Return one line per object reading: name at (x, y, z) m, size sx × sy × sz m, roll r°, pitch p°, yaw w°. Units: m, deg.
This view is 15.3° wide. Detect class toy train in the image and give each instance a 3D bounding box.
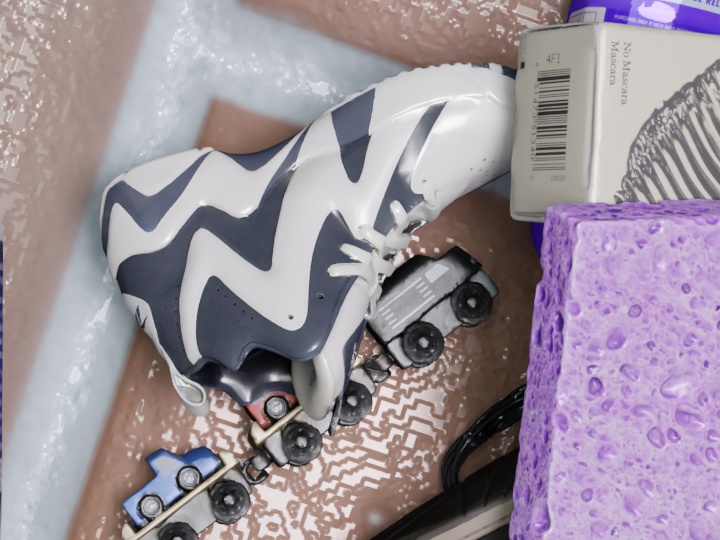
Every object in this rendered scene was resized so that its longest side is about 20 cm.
toy train at (-0.027, 0.057, 1.142) m, size 0.200 × 0.034 × 0.046 m, roll -39°, pitch 88°, yaw -7°

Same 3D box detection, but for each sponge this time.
sponge at (0.114, 0.072, 1.040) m, size 0.111 × 0.030 × 0.201 m, roll -1°, pitch 105°, yaw -26°

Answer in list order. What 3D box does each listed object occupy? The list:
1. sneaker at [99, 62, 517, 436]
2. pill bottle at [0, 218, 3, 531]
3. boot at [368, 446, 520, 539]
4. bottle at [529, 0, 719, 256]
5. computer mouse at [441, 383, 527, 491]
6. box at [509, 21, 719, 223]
sneaker at (0.000, 0.000, 1.105) m, size 0.198 × 0.080 × 0.130 m, roll -15°, pitch 67°, yaw -6°
pill bottle at (-0.203, 0.017, 1.081) m, size 0.119 × 0.120 × 0.201 m, roll 1°, pitch 87°, yaw -6°
boot at (0.062, 0.166, 1.109) m, size 0.200 × 0.073 × 0.151 m, roll -34°, pitch 94°, yaw 14°
bottle at (0.129, -0.096, 1.151) m, size 0.083 × 0.065 × 0.201 m, roll 13°, pitch 85°, yaw -12°
computer mouse at (0.126, 0.053, 1.165) m, size 0.199 × 0.034 × 0.059 m, roll -21°, pitch 106°, yaw -2°
box at (0.162, -0.052, 1.091) m, size 0.199 × 0.068 × 0.082 m, roll 2°, pitch 90°, yaw -26°
